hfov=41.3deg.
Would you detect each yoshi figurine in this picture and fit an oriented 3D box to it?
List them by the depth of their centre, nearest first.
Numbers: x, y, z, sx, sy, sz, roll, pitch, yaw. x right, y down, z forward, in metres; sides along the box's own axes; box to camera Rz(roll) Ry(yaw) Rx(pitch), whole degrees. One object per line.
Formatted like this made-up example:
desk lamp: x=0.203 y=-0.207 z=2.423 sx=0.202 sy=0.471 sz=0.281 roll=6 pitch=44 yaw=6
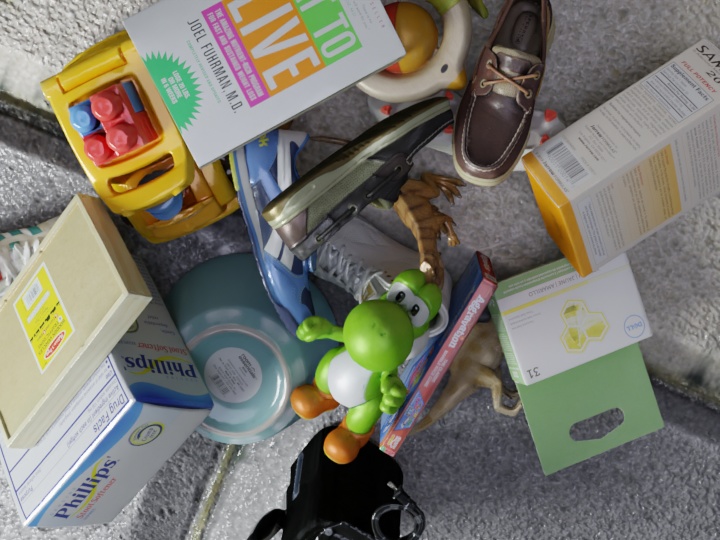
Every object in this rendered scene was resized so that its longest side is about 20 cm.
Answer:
yoshi figurine: x=-0.001 y=0.083 z=0.848 sx=0.111 sy=0.113 sz=0.201 roll=19 pitch=128 yaw=-16

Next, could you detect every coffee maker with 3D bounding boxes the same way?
coffee maker: x=-0.008 y=0.253 z=0.961 sx=0.191 sy=0.200 sz=0.136 roll=-30 pitch=106 yaw=12

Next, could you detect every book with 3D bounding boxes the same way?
book: x=-0.079 y=-0.193 z=0.802 sx=0.198 sy=0.048 sz=0.135 roll=-29 pitch=98 yaw=-4

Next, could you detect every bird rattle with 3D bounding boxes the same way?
bird rattle: x=0.030 y=-0.235 z=0.857 sx=0.197 sy=0.113 sz=0.166 roll=-3 pitch=96 yaw=0

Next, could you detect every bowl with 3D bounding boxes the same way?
bowl: x=-0.122 y=0.095 z=0.969 sx=0.197 sy=0.105 sz=0.204 roll=0 pitch=107 yaw=1

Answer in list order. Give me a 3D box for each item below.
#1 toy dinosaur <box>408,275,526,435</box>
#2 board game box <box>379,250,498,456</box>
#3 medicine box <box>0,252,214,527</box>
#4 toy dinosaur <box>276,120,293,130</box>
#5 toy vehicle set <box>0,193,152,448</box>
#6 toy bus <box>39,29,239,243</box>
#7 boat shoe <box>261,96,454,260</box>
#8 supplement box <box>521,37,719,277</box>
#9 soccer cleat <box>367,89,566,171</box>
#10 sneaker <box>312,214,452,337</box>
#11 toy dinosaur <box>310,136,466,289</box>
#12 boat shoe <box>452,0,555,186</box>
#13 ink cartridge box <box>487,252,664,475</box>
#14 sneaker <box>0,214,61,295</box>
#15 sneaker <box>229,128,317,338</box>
toy dinosaur: x=0.127 y=0.105 z=0.995 sx=0.100 sy=0.058 sz=0.202 roll=32 pitch=91 yaw=2
board game box: x=0.076 y=0.081 z=0.960 sx=0.019 sy=0.103 sz=0.202 roll=29 pitch=105 yaw=-4
medicine box: x=-0.263 y=0.108 z=0.912 sx=0.182 sy=0.102 sz=0.201 roll=-46 pitch=58 yaw=21
toy dinosaur: x=-0.076 y=-0.178 z=0.924 sx=0.105 sy=0.060 sz=0.202 roll=18 pitch=100 yaw=-26
toy vehicle set: x=-0.273 y=0.046 z=0.850 sx=0.200 sy=0.026 sz=0.125 roll=-48 pitch=57 yaw=20
toy bus: x=-0.197 y=-0.113 z=0.866 sx=0.134 sy=0.192 sz=0.202 roll=-22 pitch=106 yaw=6
boat shoe: x=0.007 y=-0.082 z=0.845 sx=0.200 sy=0.072 sz=0.067 roll=-35 pitch=105 yaw=-17
supplement box: x=0.259 y=-0.100 z=0.880 sx=0.198 sy=0.074 sz=0.126 roll=-32 pitch=142 yaw=2
soccer cleat: x=0.101 y=-0.134 z=0.921 sx=0.197 sy=0.078 sz=0.070 roll=15 pitch=70 yaw=11
sneaker: x=0.000 y=0.000 z=0.932 sx=0.197 sy=0.116 sz=0.075 roll=21 pitch=110 yaw=-3
toy dinosaur: x=0.046 y=-0.074 z=0.922 sx=0.061 sy=0.105 sz=0.201 roll=-51 pitch=57 yaw=31
boat shoe: x=0.130 y=-0.174 z=0.852 sx=0.071 sy=0.072 sz=0.202 roll=19 pitch=71 yaw=13
ink cartridge box: x=0.220 y=0.087 z=0.951 sx=0.144 sy=0.048 sz=0.203 roll=-19 pitch=89 yaw=-8
sneaker: x=-0.341 y=-0.005 z=0.950 sx=0.197 sy=0.094 sz=0.071 roll=-12 pitch=106 yaw=5
sneaker: x=-0.064 y=-0.036 z=0.886 sx=0.081 sy=0.074 sz=0.203 roll=-15 pitch=103 yaw=-7
